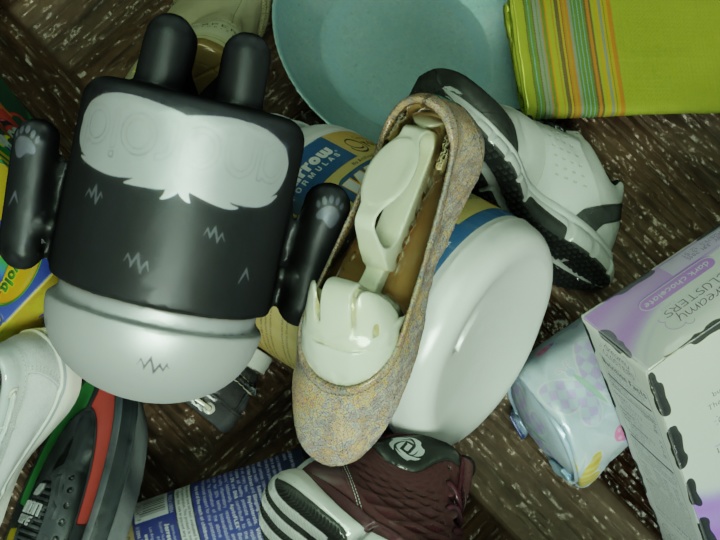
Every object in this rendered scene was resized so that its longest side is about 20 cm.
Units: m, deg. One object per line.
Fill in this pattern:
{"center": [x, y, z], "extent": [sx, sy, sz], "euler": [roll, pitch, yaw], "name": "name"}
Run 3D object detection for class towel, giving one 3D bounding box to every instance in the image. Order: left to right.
{"center": [0.195, -0.146, 0.901], "extent": [0.198, 0.018, 0.087], "euler": [-3, 80, -16], "name": "towel"}

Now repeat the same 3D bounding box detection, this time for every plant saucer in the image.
{"center": [0.035, -0.155, 0.898], "extent": [0.199, 0.039, 0.203], "euler": [5, 66, -11], "name": "plant saucer"}

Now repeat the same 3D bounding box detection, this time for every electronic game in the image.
{"center": [-0.175, 0.149, 0.753], "extent": [0.041, 0.200, 0.202], "euler": [23, 75, -20], "name": "electronic game"}

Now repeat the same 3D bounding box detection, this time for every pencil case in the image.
{"center": [0.190, 0.052, 0.836], "extent": [0.199, 0.083, 0.091], "euler": [-34, 94, -8], "name": "pencil case"}

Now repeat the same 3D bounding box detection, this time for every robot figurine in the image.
{"center": [-0.099, -0.031, 0.702], "extent": [0.149, 0.124, 0.202], "euler": [16, 96, 33], "name": "robot figurine"}

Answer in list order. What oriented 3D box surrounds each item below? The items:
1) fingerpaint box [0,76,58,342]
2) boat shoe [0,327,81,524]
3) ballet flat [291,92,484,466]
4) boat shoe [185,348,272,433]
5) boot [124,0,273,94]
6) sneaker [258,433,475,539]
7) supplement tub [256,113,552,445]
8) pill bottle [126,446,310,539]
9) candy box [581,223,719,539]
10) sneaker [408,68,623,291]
{"center": [-0.267, -0.008, 0.809], "extent": [0.200, 0.073, 0.167], "euler": [-42, 78, 18], "name": "fingerpaint box"}
{"center": [-0.237, 0.116, 0.776], "extent": [0.200, 0.068, 0.072], "euler": [-47, 69, 25], "name": "boat shoe"}
{"center": [0.005, -0.001, 0.673], "extent": [0.067, 0.067, 0.202], "euler": [15, 79, 22], "name": "ballet flat"}
{"center": [-0.155, 0.036, 0.843], "extent": [0.199, 0.074, 0.061], "euler": [28, 81, 4], "name": "boat shoe"}
{"center": [-0.131, -0.111, 0.873], "extent": [0.072, 0.200, 0.156], "euler": [32, 35, -17], "name": "boot"}
{"center": [0.052, 0.150, 0.693], "extent": [0.200, 0.076, 0.115], "euler": [39, 42, 11], "name": "sneaker"}
{"center": [0.000, 0.000, 0.795], "extent": [0.199, 0.145, 0.145], "euler": [30, 76, 27], "name": "supplement tub"}
{"center": [-0.050, 0.169, 0.786], "extent": [0.198, 0.112, 0.113], "euler": [-18, 76, -5], "name": "pill bottle"}
{"center": [0.240, 0.069, 0.776], "extent": [0.167, 0.201, 0.072], "euler": [-32, 33, -9], "name": "candy box"}
{"center": [0.100, -0.069, 0.839], "extent": [0.073, 0.200, 0.081], "euler": [-3, 56, 45], "name": "sneaker"}
